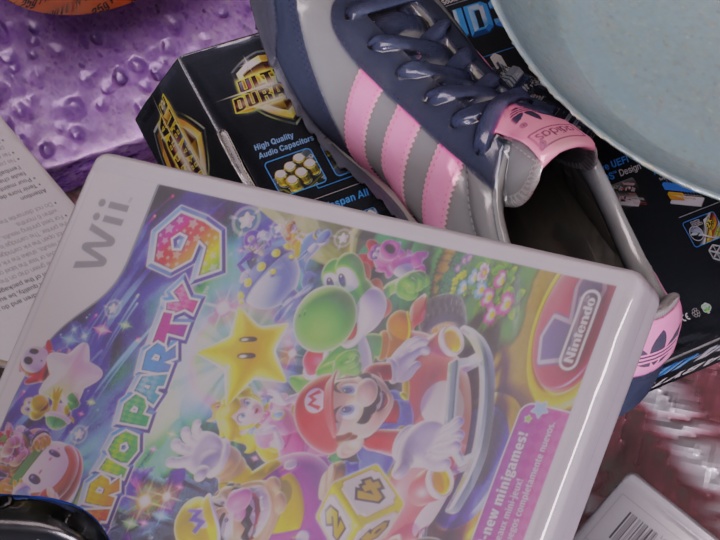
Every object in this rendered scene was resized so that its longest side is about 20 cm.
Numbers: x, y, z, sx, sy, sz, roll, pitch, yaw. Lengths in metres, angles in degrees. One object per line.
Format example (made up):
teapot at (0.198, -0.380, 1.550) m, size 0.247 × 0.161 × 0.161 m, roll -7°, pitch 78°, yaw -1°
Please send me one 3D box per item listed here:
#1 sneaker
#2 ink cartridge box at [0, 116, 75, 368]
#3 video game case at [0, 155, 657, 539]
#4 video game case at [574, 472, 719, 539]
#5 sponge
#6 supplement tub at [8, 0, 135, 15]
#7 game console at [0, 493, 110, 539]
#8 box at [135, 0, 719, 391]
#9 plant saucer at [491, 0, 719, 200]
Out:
sneaker at (0.039, -0.044, 0.885) m, size 0.070 × 0.082 × 0.200 m, roll -28°, pitch 79°, yaw -33°
ink cartridge box at (-0.186, 0.001, 0.940) m, size 0.196 × 0.043 × 0.200 m, roll -23°, pitch 65°, yaw -43°
video game case at (-0.024, 0.048, 0.835) m, size 0.200 × 0.018 × 0.144 m, roll 13°, pitch 74°, yaw 31°
video game case at (0.084, 0.188, 0.958) m, size 0.143 × 0.018 × 0.200 m, roll 39°, pitch 79°, yaw 19°
sponge at (-0.121, -0.086, 1.083) m, size 0.199 × 0.030 × 0.112 m, roll -17°, pitch 69°, yaw 2°
supplement tub at (-0.127, -0.199, 1.055) m, size 0.122 × 0.123 × 0.200 m, roll -24°, pitch 53°, yaw -1°
game console at (-0.169, 0.158, 0.800) m, size 0.199 × 0.171 × 0.119 m, roll 2°, pitch 43°, yaw 9°
box at (0.045, -0.023, 0.956) m, size 0.200 × 0.046 × 0.159 m, roll -21°, pitch 75°, yaw -33°
plant saucer at (0.129, -0.088, 0.936) m, size 0.200 × 0.039 × 0.201 m, roll 9°, pitch 53°, yaw -12°
